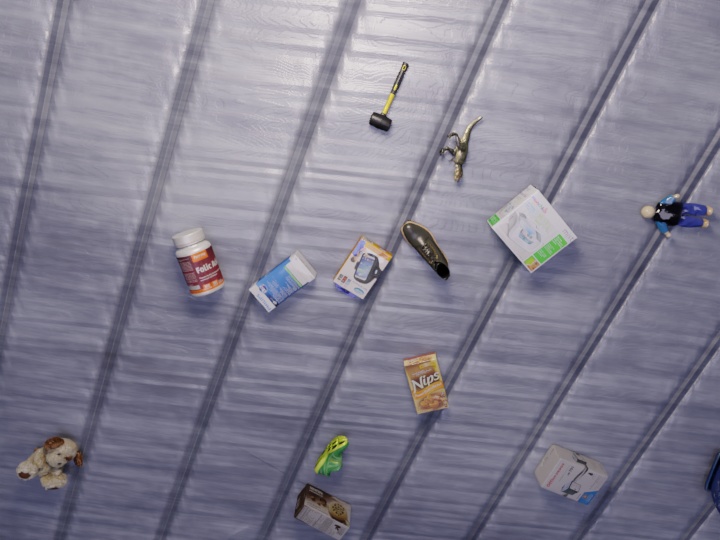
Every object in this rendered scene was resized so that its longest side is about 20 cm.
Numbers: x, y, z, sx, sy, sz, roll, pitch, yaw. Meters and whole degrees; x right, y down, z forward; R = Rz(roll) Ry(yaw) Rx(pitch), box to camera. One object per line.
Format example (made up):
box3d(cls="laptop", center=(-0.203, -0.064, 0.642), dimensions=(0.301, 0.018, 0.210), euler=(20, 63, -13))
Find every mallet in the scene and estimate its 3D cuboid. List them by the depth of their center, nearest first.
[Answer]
box3d(cls="mallet", center=(0.099, -0.504, 1.512), dimensions=(0.066, 0.041, 0.200), euler=(30, 103, -7))

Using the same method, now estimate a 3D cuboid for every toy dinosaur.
box3d(cls="toy dinosaur", center=(0.292, -0.371, 1.547), dimensions=(0.088, 0.047, 0.200), euler=(10, 109, -17))

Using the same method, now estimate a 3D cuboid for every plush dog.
box3d(cls="plush dog", center=(-1.135, 0.691, 1.916), dimensions=(0.172, 0.161, 0.200), euler=(-31, 134, -3))

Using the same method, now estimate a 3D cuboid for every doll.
box3d(cls="doll", center=(0.969, -0.169, 1.595), dimensions=(0.200, 0.048, 0.137), euler=(7, 108, -1))

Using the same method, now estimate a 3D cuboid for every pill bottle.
box3d(cls="pill bottle", center=(-0.518, -0.027, 1.647), dimensions=(0.114, 0.114, 0.200), euler=(-14, 108, 6))

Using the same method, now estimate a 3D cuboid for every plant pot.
box3d(cls="plant pot", center=(1.365, 0.763, 1.834), dimensions=(0.200, 0.180, 0.200), euler=(6, 109, 0))

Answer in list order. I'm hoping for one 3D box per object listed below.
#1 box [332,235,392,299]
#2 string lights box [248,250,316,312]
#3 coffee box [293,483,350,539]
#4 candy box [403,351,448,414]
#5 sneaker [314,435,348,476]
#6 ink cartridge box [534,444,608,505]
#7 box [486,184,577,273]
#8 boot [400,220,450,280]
box3d(cls="box", center=(0.000, 0.000, 1.683), dimensions=(0.119, 0.041, 0.200), euler=(31, 105, -9))
box3d(cls="string lights box", center=(-0.254, 0.035, 1.691), dimensions=(0.200, 0.059, 0.103), euler=(-35, 104, 12))
box3d(cls="coffee box", center=(-0.142, 0.913, 1.960), dimensions=(0.200, 0.113, 0.080), euler=(31, 107, -8))
box3d(cls="candy box", center=(0.229, 0.393, 1.802), dimensions=(0.115, 0.055, 0.200), euler=(-14, 108, 6))
box3d(cls="sneaker", center=(-0.093, 0.684, 1.904), dimensions=(0.084, 0.074, 0.200), euler=(32, 116, -7))
box3d(cls="ink cartridge box", center=(0.769, 0.749, 1.895), dimensions=(0.200, 0.086, 0.147), euler=(22, 108, -7))
box3d(cls="box", center=(0.527, -0.129, 1.597), dimensions=(0.176, 0.097, 0.200), euler=(-40, 103, 16))
box3d(cls="boot", center=(0.210, -0.065, 1.603), dimensions=(0.200, 0.138, 0.077), euler=(41, 105, -11))
